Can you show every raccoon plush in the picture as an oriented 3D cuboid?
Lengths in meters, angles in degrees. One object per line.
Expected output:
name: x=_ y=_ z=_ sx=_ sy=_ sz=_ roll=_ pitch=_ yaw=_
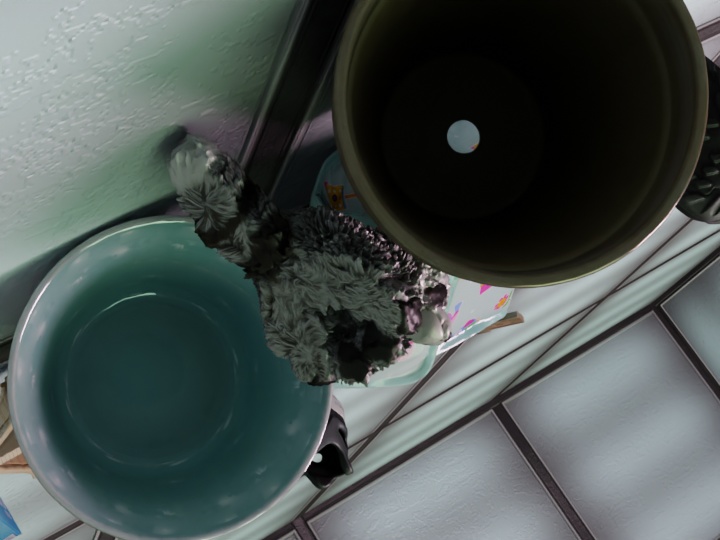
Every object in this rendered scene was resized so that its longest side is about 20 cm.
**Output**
raccoon plush: x=-0.013 y=-0.025 z=0.709 sx=0.097 sy=0.200 sz=0.134 roll=-24 pitch=-164 yaw=26

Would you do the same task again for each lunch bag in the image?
lunch bag: x=0.033 y=-0.012 z=0.856 sx=0.200 sy=0.122 sz=0.170 roll=-27 pitch=144 yaw=-37

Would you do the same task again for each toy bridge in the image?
toy bridge: x=-0.257 y=0.122 z=0.878 sx=0.067 sy=0.027 sz=0.200 roll=-29 pitch=164 yaw=-21

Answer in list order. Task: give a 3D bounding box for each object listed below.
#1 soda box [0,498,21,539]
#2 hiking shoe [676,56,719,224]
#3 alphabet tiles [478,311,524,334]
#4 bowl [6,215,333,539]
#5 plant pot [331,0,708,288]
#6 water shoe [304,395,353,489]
soda box: x=-0.314 y=0.174 z=0.867 sx=0.064 sy=0.068 sz=0.200 roll=-30 pitch=166 yaw=-16
hiking shoe: x=0.194 y=-0.117 z=0.771 sx=0.076 sy=0.200 sz=0.101 roll=-30 pitch=168 yaw=6
alphabet tiles: x=0.043 y=0.062 z=1.012 sx=0.200 sy=0.008 sz=0.167 roll=-13 pitch=172 yaw=9
bowl: x=-0.129 y=0.070 z=0.750 sx=0.201 sy=0.201 sz=0.105 roll=-29 pitch=-175 yaw=-21
plant pot: x=0.076 y=-0.090 z=0.679 sx=0.200 sy=0.200 sz=0.174 roll=-33 pitch=-177 yaw=-5
water shoe: x=-0.071 y=0.121 z=0.880 sx=0.071 sy=0.079 sz=0.200 roll=-36 pitch=148 yaw=26
